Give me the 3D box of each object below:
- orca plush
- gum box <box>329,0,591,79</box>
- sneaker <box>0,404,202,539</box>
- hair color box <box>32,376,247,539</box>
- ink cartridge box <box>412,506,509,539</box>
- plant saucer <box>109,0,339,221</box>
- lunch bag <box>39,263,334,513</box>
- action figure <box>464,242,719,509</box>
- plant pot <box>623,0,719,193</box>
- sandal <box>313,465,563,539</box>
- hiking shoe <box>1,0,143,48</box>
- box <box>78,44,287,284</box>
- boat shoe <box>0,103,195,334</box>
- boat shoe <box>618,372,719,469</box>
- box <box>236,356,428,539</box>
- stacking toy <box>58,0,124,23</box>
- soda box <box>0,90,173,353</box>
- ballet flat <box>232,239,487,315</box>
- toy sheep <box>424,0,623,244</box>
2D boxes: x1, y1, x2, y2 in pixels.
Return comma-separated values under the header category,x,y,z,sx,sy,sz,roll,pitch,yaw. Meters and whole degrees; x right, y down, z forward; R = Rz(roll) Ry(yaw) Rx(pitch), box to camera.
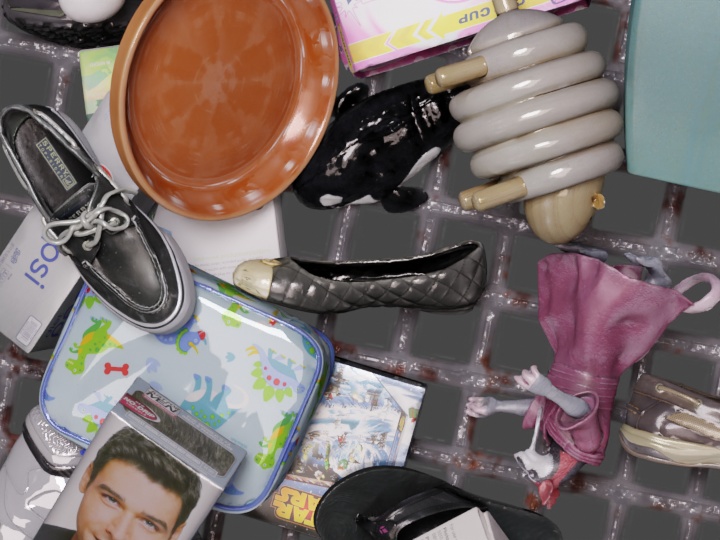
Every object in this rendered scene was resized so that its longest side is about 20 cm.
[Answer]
category,x,y,z,sx,sy,sz,roll,pitch,yaw
orca plush,0.038,-0.099,1.395,0.198,0.071,0.106,-10,91,6
gum box,0.065,-0.229,1.389,0.198,0.066,0.115,-17,89,6
sneaker,-0.213,0.209,1.434,0.200,0.075,0.115,42,97,7
hair color box,-0.176,0.188,1.334,0.099,0.061,0.201,33,116,0
ink cartridge box,0.042,0.285,1.364,0.199,0.085,0.146,-28,133,10
plant saucer,-0.101,-0.137,1.340,0.032,0.199,0.202,24,96,45
lunch bag,-0.133,0.084,1.375,0.198,0.082,0.162,24,93,6
action figure,0.170,0.083,1.381,0.147,0.134,0.202,11,91,-14
plant pot,0.258,-0.164,1.340,0.140,0.141,0.202,13,101,5
sandal,0.064,0.196,1.389,0.198,0.048,0.076,11,94,-12
hiking shoe,-0.181,-0.233,1.420,0.198,0.076,0.102,-6,83,-3
box,-0.138,-0.082,1.432,0.143,0.036,0.202,-7,90,7
boat shoe,-0.193,-0.040,1.313,0.073,0.068,0.200,-33,80,7
boat shoe,0.296,0.118,1.376,0.198,0.074,0.074,8,93,4
box,-0.059,0.128,1.430,0.198,0.040,0.138,17,93,5
stacking toy,-0.141,-0.254,1.330,0.200,0.146,0.146,-42,88,-10
soda box,-0.212,-0.036,1.392,0.063,0.068,0.201,36,97,8
ballet flat,0.000,0.000,1.391,0.198,0.067,0.057,0,113,-14
toy sheep,0.123,-0.117,1.320,0.136,0.138,0.202,-16,96,6
